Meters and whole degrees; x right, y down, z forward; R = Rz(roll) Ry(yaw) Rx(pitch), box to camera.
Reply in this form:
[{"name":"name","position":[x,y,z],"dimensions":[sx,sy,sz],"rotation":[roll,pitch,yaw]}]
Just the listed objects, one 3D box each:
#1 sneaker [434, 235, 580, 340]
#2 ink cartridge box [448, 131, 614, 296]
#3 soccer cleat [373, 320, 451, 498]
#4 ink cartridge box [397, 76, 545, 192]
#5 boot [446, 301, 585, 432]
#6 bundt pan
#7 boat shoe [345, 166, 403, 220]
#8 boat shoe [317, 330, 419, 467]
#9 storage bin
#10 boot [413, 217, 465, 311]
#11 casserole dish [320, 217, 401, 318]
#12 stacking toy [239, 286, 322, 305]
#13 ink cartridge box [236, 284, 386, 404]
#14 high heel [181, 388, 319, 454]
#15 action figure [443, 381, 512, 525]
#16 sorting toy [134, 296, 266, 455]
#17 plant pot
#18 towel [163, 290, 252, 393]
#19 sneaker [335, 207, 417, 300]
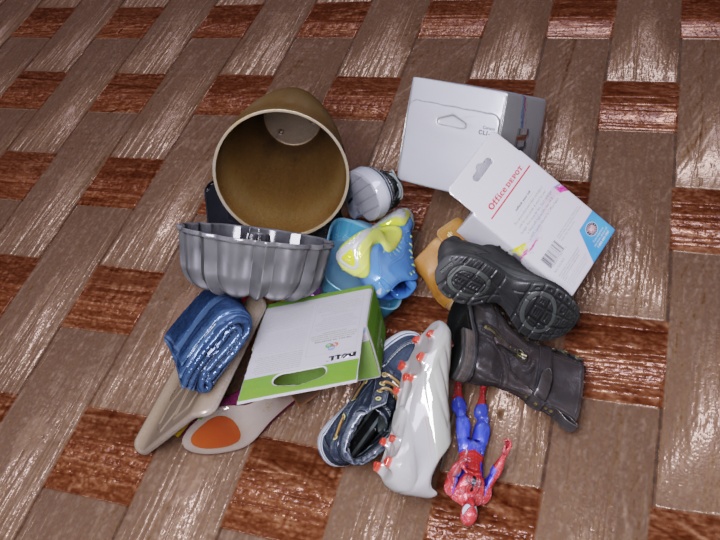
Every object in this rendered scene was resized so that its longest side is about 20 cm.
[{"name":"sneaker","position":[0.178,0.012,0.999],"dimensions":[0.198,0.076,0.091],"rotation":[27,28,-16]},{"name":"ink cartridge box","position":[0.204,-0.064,1.055],"dimensions":[0.199,0.068,0.116],"rotation":[40,69,1]},{"name":"soccer cleat","position":[0.075,0.157,0.952],"dimensions":[0.077,0.069,0.203],"rotation":[25,66,-15]},{"name":"ink cartridge box","position":[0.162,-0.189,1.200],"dimensions":[0.143,0.148,0.199],"rotation":[16,13,26]},{"name":"boot","position":[0.195,0.094,1.031],"dimensions":[0.171,0.070,0.202],"rotation":[19,47,-7]},{"name":"bundt pan","position":[-0.133,-0.010,1.041],"dimensions":[0.198,0.077,0.202],"rotation":[8,6,-1]},{"name":"boat shoe","position":[0.024,-0.112,1.147],"dimensions":[0.070,0.073,0.200],"rotation":[-21,7,-9]},{"name":"boat shoe","position":[0.032,0.155,1.012],"dimensions":[0.201,0.071,0.091],"rotation":[-52,13,-22]},{"name":"storage bin","position":[-0.130,-0.088,1.284],"dimensions":[0.196,0.095,0.137],"rotation":[-17,46,1]},{"name":"boot","position":[0.180,-0.022,1.136],"dimensions":[0.200,0.071,0.145],"rotation":[-34,68,-6]},{"name":"casserole dish","position":[0.000,0.000,1.162],"dimensions":[0.119,0.039,0.201],"rotation":[22,33,-10]},{"name":"stacking toy","position":[-0.079,0.028,1.172],"dimensions":[0.197,0.117,0.111],"rotation":[17,56,14]},{"name":"ink cartridge box","position":[-0.053,0.110,0.989],"dimensions":[0.145,0.077,0.201],"rotation":[-11,28,12]},{"name":"high heel","position":[-0.139,0.172,1.092],"dimensions":[0.197,0.068,0.096],"rotation":[-22,17,0]},{"name":"action figure","position":[0.136,0.187,0.960],"dimensions":[0.064,0.100,0.203],"rotation":[15,52,-7]},{"name":"sorting toy","position":[-0.202,0.139,1.076],"dimensions":[0.199,0.036,0.187],"rotation":[-32,27,45]},{"name":"plant pot","position":[-0.103,-0.181,1.192],"dimensions":[0.183,0.189,0.201],"rotation":[-8,33,7]},{"name":"towel","position":[-0.188,0.075,1.026],"dimensions":[0.112,0.048,0.200],"rotation":[-52,18,-3]},{"name":"sneaker","position":[0.040,-0.014,1.130],"dimensions":[0.075,0.106,0.199],"rotation":[-36,-1,33]}]
